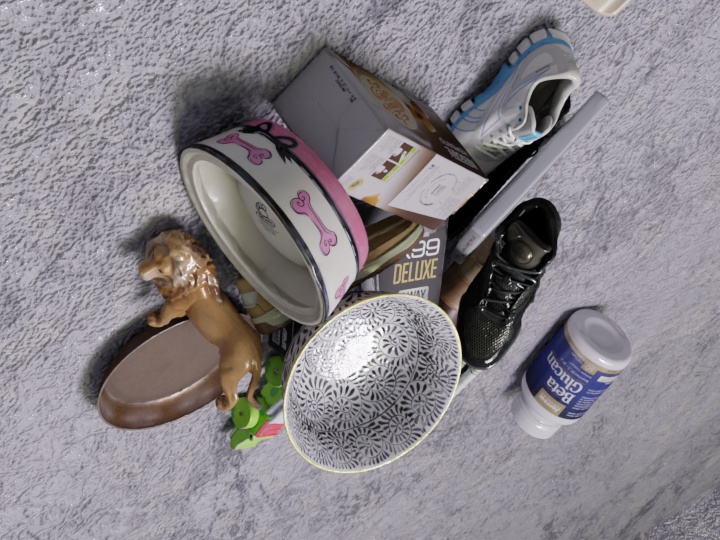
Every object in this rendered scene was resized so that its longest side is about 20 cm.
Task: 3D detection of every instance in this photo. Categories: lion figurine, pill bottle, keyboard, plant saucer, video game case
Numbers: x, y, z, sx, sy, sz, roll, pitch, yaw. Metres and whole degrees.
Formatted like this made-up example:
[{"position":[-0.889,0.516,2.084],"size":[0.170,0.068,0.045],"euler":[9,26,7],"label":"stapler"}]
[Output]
[{"position":[-0.145,0.050,1.327],"size":[0.073,0.200,0.122],"euler":[-50,-171,-37],"label":"lion figurine"},{"position":[0.314,0.163,2.042],"size":[0.110,0.111,0.201],"euler":[-6,141,-42],"label":"pill bottle"},{"position":[0.167,-0.115,1.464],"size":[0.039,0.104,0.200],"euler":[34,116,-16],"label":"keyboard"},{"position":[-0.202,0.102,1.479],"size":[0.199,0.032,0.201],"euler":[-27,151,-16],"label":"plant saucer"},{"position":[0.179,-0.097,1.466],"size":[0.200,0.022,0.182],"euler":[-47,177,-9],"label":"video game case"}]

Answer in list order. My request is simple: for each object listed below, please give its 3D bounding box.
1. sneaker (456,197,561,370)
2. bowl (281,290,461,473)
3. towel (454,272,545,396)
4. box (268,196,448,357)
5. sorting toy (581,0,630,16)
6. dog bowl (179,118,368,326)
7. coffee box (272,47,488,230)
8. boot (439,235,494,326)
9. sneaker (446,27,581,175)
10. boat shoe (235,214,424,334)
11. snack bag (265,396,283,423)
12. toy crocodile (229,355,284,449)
[{"position":[0.156,0.011,1.447],"size":[0.201,0.076,0.114],"euler":[-62,170,1],"label":"sneaker"},{"position":[-0.006,0.093,1.358],"size":[0.199,0.094,0.202],"euler":[-14,122,-23],"label":"bowl"},{"position":[0.151,0.086,1.629],"size":[0.200,0.034,0.193],"euler":[-49,179,24],"label":"towel"},{"position":[0.000,0.000,1.438],"size":[0.199,0.050,0.159],"euler":[-8,114,-36],"label":"box"},{"position":[0.265,-0.336,1.288],"size":[0.185,0.037,0.199],"euler":[-44,150,18],"label":"sorting toy"},{"position":[-0.073,-0.050,1.220],"size":[0.074,0.200,0.201],"euler":[-39,155,-20],"label":"dog bowl"},{"position":[0.022,-0.121,1.282],"size":[0.080,0.115,0.199],"euler":[-44,150,17],"label":"coffee box"},{"position":[0.111,0.040,1.633],"size":[0.167,0.072,0.200],"euler":[-49,169,18],"label":"boot"},{"position":[0.154,-0.152,1.388],"size":[0.074,0.087,0.200],"euler":[20,122,-30],"label":"sneaker"},{"position":[-0.031,-0.016,1.331],"size":[0.199,0.077,0.072],"euler":[-31,-171,-16],"label":"boat shoe"},{"position":[0.012,0.121,1.528],"size":[0.198,0.022,0.189],"euler":[-7,158,-29],"label":"snack bag"},{"position":[-0.098,0.157,1.643],"size":[0.067,0.062,0.200],"euler":[2,136,-48],"label":"toy crocodile"}]
